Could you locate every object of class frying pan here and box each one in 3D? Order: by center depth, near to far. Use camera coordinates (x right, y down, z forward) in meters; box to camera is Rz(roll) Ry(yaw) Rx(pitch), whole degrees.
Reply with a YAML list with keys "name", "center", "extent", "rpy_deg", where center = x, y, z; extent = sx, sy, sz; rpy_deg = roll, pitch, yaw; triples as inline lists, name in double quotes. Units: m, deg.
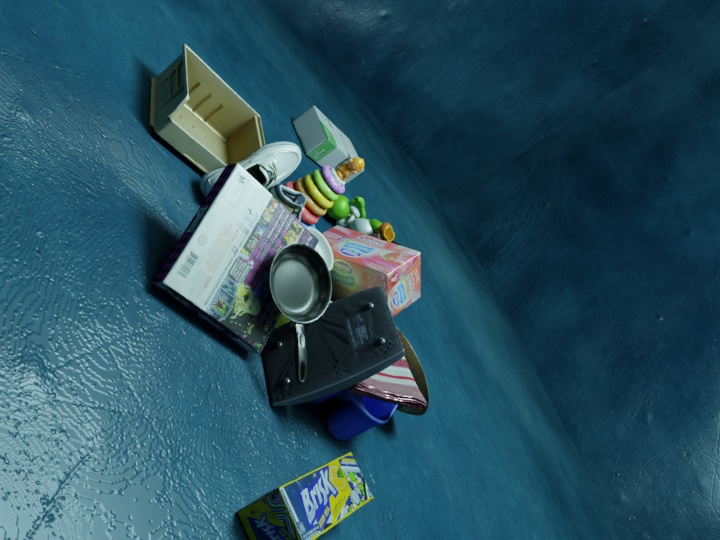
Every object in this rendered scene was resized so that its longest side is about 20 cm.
- name: "frying pan"
  center: [-0.078, 0.055, 0.900]
  extent: [0.115, 0.031, 0.191]
  rpy_deg: [-19, 97, -46]

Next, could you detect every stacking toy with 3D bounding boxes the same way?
- name: "stacking toy"
  center: [-0.075, -0.180, 1.336]
  extent: [0.116, 0.200, 0.110]
  rpy_deg: [35, 27, -48]

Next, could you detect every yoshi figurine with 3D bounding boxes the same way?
- name: "yoshi figurine"
  center: [-0.017, -0.120, 1.535]
  extent: [0.112, 0.112, 0.200]
  rpy_deg: [-24, 46, -35]

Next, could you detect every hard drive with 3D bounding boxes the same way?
- name: "hard drive"
  center: [-0.041, 0.113, 0.908]
  extent: [0.042, 0.200, 0.135]
  rpy_deg: [60, 8, -49]

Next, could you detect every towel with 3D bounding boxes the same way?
- name: "towel"
  center: [0.019, 0.129, 0.999]
  extent: [0.144, 0.023, 0.200]
  rpy_deg: [21, 28, -32]

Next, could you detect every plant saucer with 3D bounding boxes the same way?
- name: "plant saucer"
  center: [0.052, 0.182, 1.155]
  extent: [0.200, 0.035, 0.201]
  rpy_deg: [46, -31, 38]

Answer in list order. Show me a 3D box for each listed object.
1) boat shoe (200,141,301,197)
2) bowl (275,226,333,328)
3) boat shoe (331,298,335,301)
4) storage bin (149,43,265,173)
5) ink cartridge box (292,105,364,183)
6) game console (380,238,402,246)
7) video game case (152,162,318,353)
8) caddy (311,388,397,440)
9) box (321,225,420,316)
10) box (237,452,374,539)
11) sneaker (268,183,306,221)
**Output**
- name: "boat shoe"
  center: [-0.174, -0.163, 1.083]
  extent: [0.067, 0.200, 0.074]
  rpy_deg: [27, -40, 45]
- name: "bowl"
  center: [-0.110, -0.014, 1.030]
  extent: [0.200, 0.108, 0.200]
  rpy_deg: [40, 35, -36]
- name: "boat shoe"
  center: [-0.035, 0.051, 1.225]
  extent: [0.074, 0.067, 0.200]
  rpy_deg: [44, 21, -35]
- name: "storage bin"
  center: [-0.273, -0.266, 1.135]
  extent: [0.200, 0.094, 0.199]
  rpy_deg: [41, 22, -42]
- name: "ink cartridge box"
  center: [-0.091, -0.360, 1.826]
  extent: [0.200, 0.084, 0.146]
  rpy_deg: [33, 28, -53]
- name: "game console"
  center: [0.031, -0.043, 1.695]
  extent: [0.172, 0.119, 0.200]
  rpy_deg: [29, 4, 25]
- name: "video game case"
  center: [-0.163, -0.015, 0.875]
  extent: [0.181, 0.036, 0.200]
  rpy_deg: [43, 61, -35]
- name: "caddy"
  center: [-0.003, 0.184, 1.023]
  extent: [0.142, 0.105, 0.200]
  rpy_deg: [56, 17, 2]
- name: "box"
  center: [0.000, 0.000, 1.128]
  extent: [0.103, 0.200, 0.095]
  rpy_deg: [-31, 130, -41]
- name: "box"
  center: [-0.059, 0.283, 0.761]
  extent: [0.070, 0.064, 0.200]
  rpy_deg: [61, 17, 15]
- name: "sneaker"
  center: [-0.121, -0.069, 1.162]
  extent: [0.200, 0.108, 0.070]
  rpy_deg: [50, 18, -20]
